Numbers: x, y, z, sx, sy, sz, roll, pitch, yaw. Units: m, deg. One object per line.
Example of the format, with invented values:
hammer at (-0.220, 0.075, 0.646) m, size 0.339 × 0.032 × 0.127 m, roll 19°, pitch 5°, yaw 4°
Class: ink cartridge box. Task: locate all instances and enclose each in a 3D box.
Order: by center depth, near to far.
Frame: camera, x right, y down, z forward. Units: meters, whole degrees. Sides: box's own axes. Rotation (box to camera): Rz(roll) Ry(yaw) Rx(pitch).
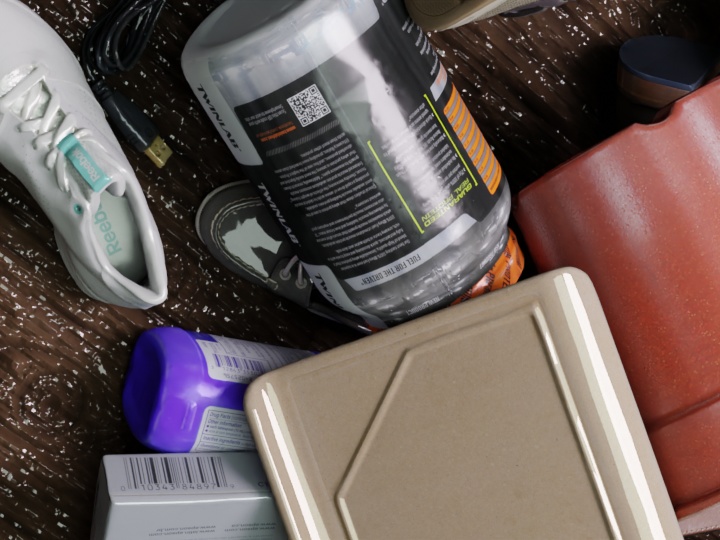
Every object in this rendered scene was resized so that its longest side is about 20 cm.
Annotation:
ink cartridge box at (-0.062, 0.185, 1.132) m, size 0.198 × 0.041 × 0.201 m, roll 0°, pitch 129°, yaw -17°

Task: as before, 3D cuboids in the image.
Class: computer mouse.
computer mouse at (-0.060, -0.102, 1.111) m, size 0.200 × 0.046 × 0.141 m, roll 45°, pitch 79°, yaw -23°

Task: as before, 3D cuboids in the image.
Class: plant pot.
plant pot at (0.191, 0.010, 1.087) m, size 0.200 × 0.201 × 0.196 m, roll -27°, pitch 88°, yaw -17°

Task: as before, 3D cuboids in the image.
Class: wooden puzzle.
wooden puzzle at (0.057, 0.114, 1.040) m, size 0.198 × 0.037 × 0.187 m, roll -20°, pitch 91°, yaw 13°

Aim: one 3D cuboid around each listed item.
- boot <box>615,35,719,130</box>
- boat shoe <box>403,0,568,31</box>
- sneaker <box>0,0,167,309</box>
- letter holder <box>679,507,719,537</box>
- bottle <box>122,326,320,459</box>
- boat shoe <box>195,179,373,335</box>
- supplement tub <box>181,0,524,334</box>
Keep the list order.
boot at (0.241, -0.065, 1.176) m, size 0.075 × 0.199 × 0.098 m, roll -36°, pitch 142°, yaw -40°
boat shoe at (0.101, -0.168, 0.954) m, size 0.064 × 0.199 × 0.073 m, roll -14°, pitch 85°, yaw -41°
sneaker at (-0.158, -0.066, 1.052) m, size 0.075 × 0.088 × 0.201 m, roll -37°, pitch 111°, yaw -12°
letter holder at (0.247, 0.078, 1.249) m, size 0.198 × 0.100 × 0.144 m, roll -6°, pitch 100°, yaw -22°
bottle at (-0.035, 0.081, 1.134) m, size 0.198 × 0.084 × 0.066 m, roll 11°, pitch 104°, yaw -25°
boat shoe at (0.000, 0.000, 1.146) m, size 0.199 × 0.057 × 0.067 m, roll 22°, pitch 100°, yaw -25°
supplement tub at (0.001, -0.064, 1.055) m, size 0.122 × 0.122 × 0.201 m, roll -37°, pitch 111°, yaw -14°
